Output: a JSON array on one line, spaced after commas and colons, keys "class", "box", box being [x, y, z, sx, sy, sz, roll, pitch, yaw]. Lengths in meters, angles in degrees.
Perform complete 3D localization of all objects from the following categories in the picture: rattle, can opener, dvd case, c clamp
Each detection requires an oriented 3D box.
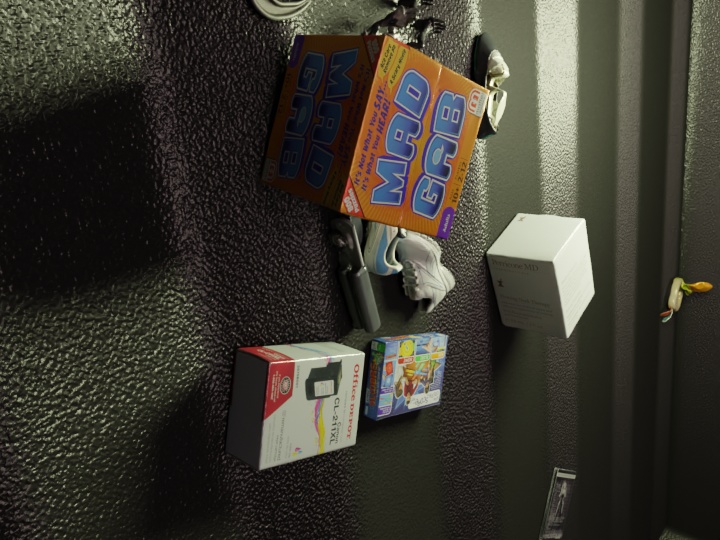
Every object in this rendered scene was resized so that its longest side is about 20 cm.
[{"class": "rattle", "box": [1.265, 0.127, 2.442, 0.200, 0.140, 0.133, -44, 146, -42]}, {"class": "can opener", "box": [0.000, 0.000, 1.008, 0.067, 0.052, 0.205, -38, 125, -37]}, {"class": "dvd case", "box": [0.578, 0.685, 1.836, 0.147, 0.016, 0.206, 24, 80, -48]}, {"class": "c clamp", "box": [-0.095, -0.439, 0.833, 0.169, 0.027, 0.207, -16, 109, -47]}]

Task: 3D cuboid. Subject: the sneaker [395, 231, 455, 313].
[{"class": "sneaker", "box": [0.107, 0.002, 1.121, 0.088, 0.073, 0.201, -56, 133, -19]}]

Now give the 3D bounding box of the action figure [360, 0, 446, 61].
[{"class": "action figure", "box": [0.067, -0.357, 0.983, 0.202, 0.100, 0.120, -58, 136, -28]}]

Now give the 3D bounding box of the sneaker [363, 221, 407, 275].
[{"class": "sneaker", "box": [0.046, -0.094, 1.021, 0.072, 0.070, 0.207, -30, 126, -67]}]

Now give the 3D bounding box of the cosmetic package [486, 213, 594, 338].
[{"class": "cosmetic package", "box": [0.401, 0.007, 1.388, 0.166, 0.164, 0.204, -43, 126, -34]}]

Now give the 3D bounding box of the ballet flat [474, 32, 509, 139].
[{"class": "ballet flat", "box": [0.257, -0.361, 1.226, 0.072, 0.072, 0.207, 0, 97, -48]}]

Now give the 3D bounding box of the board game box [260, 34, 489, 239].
[{"class": "board game box", "box": [0.015, -0.179, 0.842, 0.196, 0.198, 0.206, 10, 100, -40]}]

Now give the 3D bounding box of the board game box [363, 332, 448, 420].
[{"class": "board game box", "box": [0.088, 0.190, 1.158, 0.197, 0.034, 0.140, 2, 96, -49]}]

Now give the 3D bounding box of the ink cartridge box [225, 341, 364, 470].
[{"class": "ink cartridge box", "box": [-0.090, 0.188, 0.916, 0.197, 0.081, 0.151, 2, 95, -49]}]
